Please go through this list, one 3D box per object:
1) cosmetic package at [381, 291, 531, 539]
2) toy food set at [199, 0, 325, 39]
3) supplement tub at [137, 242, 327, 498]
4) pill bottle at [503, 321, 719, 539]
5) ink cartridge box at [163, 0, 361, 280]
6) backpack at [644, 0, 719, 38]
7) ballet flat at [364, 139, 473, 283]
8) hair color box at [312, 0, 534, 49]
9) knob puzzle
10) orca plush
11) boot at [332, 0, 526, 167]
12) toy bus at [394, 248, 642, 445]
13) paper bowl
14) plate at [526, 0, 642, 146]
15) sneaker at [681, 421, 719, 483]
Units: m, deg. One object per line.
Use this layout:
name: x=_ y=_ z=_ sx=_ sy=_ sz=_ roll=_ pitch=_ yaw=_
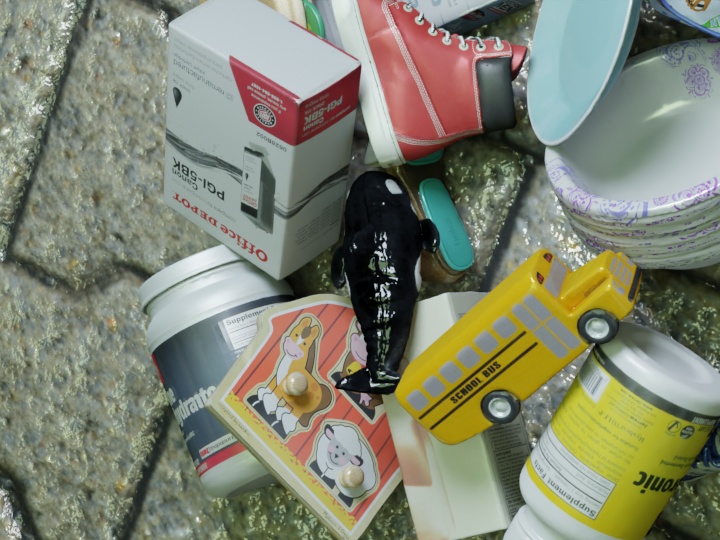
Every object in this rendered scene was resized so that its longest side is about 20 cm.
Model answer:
cosmetic package: x=0.080 y=0.125 z=1.373 sx=0.087 sy=0.103 sz=0.200 roll=-17 pitch=81 yaw=26
toy food set: x=-0.086 y=-0.218 z=1.437 sx=0.200 sy=0.049 sz=0.198 roll=43 pitch=137 yaw=48
supplement tub: x=-0.106 y=0.089 z=1.439 sx=0.140 sy=0.140 sz=0.200 roll=-28 pitch=78 yaw=22
pill bottle: x=0.192 y=0.149 z=1.255 sx=0.111 sy=0.111 sz=0.200 roll=36 pitch=110 yaw=21
ink cartridge box: x=-0.087 y=-0.113 z=1.366 sx=0.147 sy=0.083 sz=0.200 roll=33 pitch=138 yaw=24
backpack: x=0.299 y=-0.270 z=1.233 sx=0.200 sy=0.154 sz=0.191 roll=15 pitch=110 yaw=-5
ballet flat: x=0.043 y=-0.082 z=1.424 sx=0.072 sy=0.068 sz=0.200 roll=-20 pitch=84 yaw=43
hair color box: x=0.040 y=-0.245 z=1.422 sx=0.200 sy=0.061 sz=0.099 roll=-21 pitch=81 yaw=24
knob puzzle: x=-0.013 y=0.103 z=1.380 sx=0.030 sy=0.219 sz=0.220 roll=-26 pitch=77 yaw=51
orca plush: x=0.000 y=0.000 z=1.333 sx=0.105 sy=0.071 sz=0.200 roll=0 pitch=69 yaw=36
boot: x=0.057 y=-0.201 z=1.346 sx=0.144 sy=0.072 sz=0.200 roll=-18 pitch=92 yaw=8
toy bus: x=0.122 y=0.052 z=1.239 sx=0.078 sy=0.065 sz=0.200 roll=43 pitch=120 yaw=-5
paper bowl: x=0.254 y=-0.081 z=1.265 sx=0.200 sy=0.104 sz=0.201 roll=-20 pitch=39 yaw=17
plate: x=0.180 y=-0.193 z=1.259 sx=0.026 sy=0.200 sz=0.200 roll=12 pitch=95 yaw=-14
sneaker: x=0.283 y=0.128 z=1.287 sx=0.200 sy=0.088 sz=0.075 roll=-17 pitch=84 yaw=25
